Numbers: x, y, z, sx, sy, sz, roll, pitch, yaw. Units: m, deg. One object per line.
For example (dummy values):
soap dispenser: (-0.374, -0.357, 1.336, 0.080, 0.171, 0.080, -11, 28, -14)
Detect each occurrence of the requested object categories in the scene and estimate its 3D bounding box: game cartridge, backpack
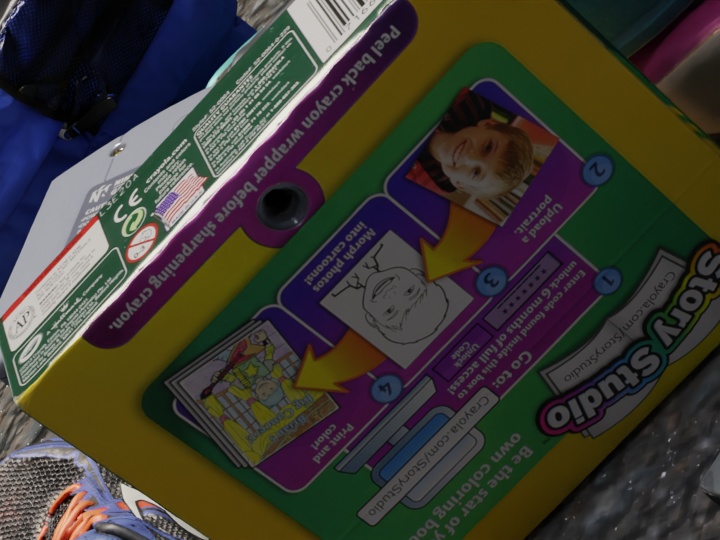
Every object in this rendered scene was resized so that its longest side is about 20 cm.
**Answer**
game cartridge: (-0.059, -0.030, 0.891, 0.200, 0.042, 0.133, -21, 30, 30)
backpack: (-0.150, -0.071, 1.042, 0.200, 0.168, 0.163, -56, 19, -1)

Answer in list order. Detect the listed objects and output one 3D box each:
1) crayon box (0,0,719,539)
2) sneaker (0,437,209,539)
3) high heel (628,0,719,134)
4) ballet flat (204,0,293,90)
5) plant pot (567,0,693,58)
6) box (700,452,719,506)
crayon box: (0.016, 0.005, 0.686, 0.200, 0.172, 0.058, -46, 31, 9)
sneaker: (-0.082, 0.106, 0.763, 0.200, 0.078, 0.075, 24, 92, 48)
high heel: (0.121, -0.083, 0.754, 0.200, 0.067, 0.096, -43, 34, 42)
ballet flat: (0.010, -0.125, 0.987, 0.200, 0.073, 0.073, -52, 26, -16)
plant pot: (0.015, -0.184, 0.727, 0.200, 0.188, 0.200, -28, 46, 33)
box: (0.194, 0.020, 0.528, 0.158, 0.051, 0.200, -57, 27, -11)
